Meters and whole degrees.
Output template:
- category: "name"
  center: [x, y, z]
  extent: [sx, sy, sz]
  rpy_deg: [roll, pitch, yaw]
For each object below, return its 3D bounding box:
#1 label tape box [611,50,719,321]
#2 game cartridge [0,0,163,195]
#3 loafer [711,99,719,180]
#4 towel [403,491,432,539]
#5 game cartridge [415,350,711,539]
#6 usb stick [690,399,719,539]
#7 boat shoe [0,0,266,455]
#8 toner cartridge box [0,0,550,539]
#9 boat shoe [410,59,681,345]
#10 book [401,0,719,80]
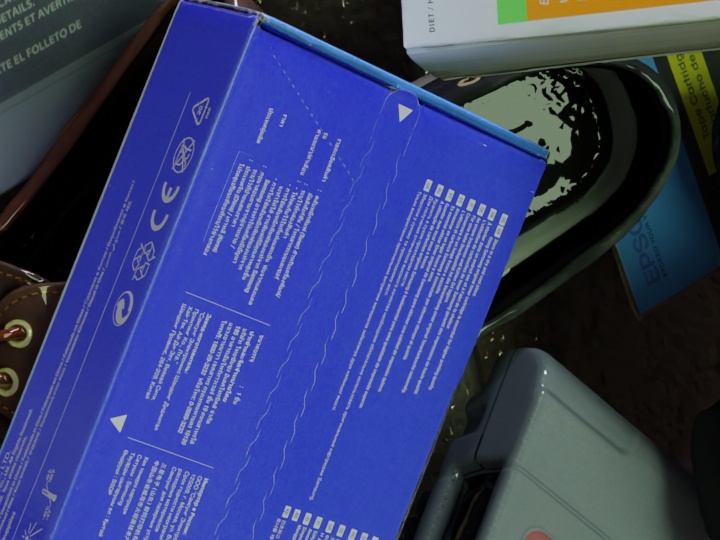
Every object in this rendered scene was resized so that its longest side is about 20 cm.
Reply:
- category: "label tape box"
  center: [0.115, -0.086, 0.860]
  extent: [0.199, 0.063, 0.145]
  rpy_deg: [-27, 102, -34]
- category: "game cartridge"
  center: [-0.119, -0.078, 0.675]
  extent: [0.200, 0.041, 0.134]
  rpy_deg: [-34, 129, -34]
- category: "loafer"
  center: [0.191, -0.004, 0.824]
  extent: [0.200, 0.070, 0.068]
  rpy_deg: [36, 57, -27]
- category: "towel"
  center: [0.093, 0.146, 0.799]
  extent: [0.199, 0.024, 0.146]
  rpy_deg: [10, 74, -36]
- category: "game cartridge"
  center: [0.056, 0.139, 0.724]
  extent: [0.133, 0.041, 0.201]
  rpy_deg: [41, 57, -31]
- category: "usb stick"
  center: [0.168, 0.078, 0.792]
  extent: [0.199, 0.033, 0.056]
  rpy_deg: [18, 55, -43]
- category: "boat shoe"
  center: [-0.081, 0.013, 0.680]
  extent: [0.201, 0.070, 0.070]
  rpy_deg: [-58, 147, -17]
- category: "toner cartridge box"
  center: [-0.035, 0.044, 0.646]
  extent: [0.095, 0.043, 0.201]
  rpy_deg: [23, 88, -34]
- category: "boat shoe"
  center: [-0.001, -0.002, 0.734]
  extent: [0.201, 0.063, 0.074]
  rpy_deg: [-33, 105, -10]
- category: "book"
  center: [0.107, -0.126, 0.661]
  extent: [0.048, 0.199, 0.134]
  rpy_deg: [22, 64, -76]
